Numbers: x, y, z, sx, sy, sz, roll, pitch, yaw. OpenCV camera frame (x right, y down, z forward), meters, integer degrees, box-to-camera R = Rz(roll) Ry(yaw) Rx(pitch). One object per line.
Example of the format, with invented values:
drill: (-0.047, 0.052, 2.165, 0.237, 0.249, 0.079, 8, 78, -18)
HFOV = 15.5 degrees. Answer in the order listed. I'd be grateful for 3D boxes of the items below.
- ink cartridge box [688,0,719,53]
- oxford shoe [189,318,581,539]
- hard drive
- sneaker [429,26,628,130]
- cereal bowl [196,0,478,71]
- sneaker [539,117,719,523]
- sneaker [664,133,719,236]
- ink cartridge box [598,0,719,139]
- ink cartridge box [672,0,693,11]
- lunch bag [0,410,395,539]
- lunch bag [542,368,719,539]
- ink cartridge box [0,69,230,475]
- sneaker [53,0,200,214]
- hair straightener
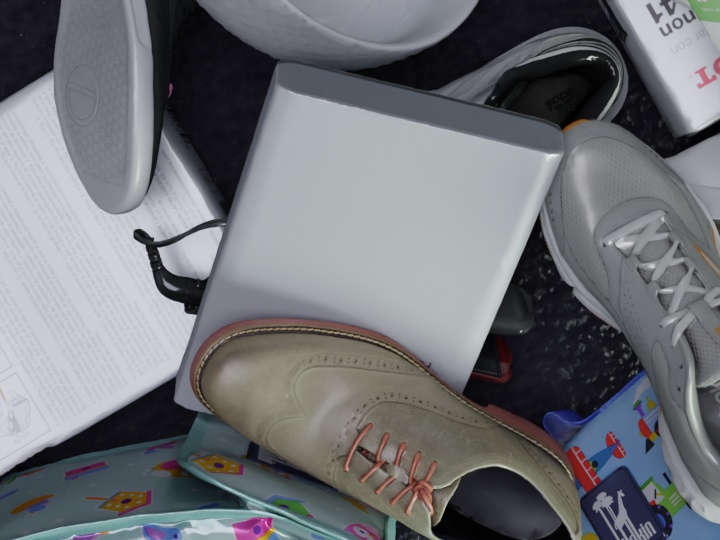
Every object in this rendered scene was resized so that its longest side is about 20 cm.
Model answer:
ink cartridge box: (0.215, -0.111, 1.139, 0.067, 0.200, 0.117, 4, 56, 39)
oxford shoe: (0.018, 0.079, 1.212, 0.200, 0.075, 0.070, 20, 107, -16)
hard drive: (0.000, 0.000, 1.221, 0.132, 0.026, 0.200, 13, 130, -9)
sneaker: (0.036, -0.058, 1.263, 0.200, 0.115, 0.076, -31, 90, 5)
cereal bowl: (-0.032, -0.183, 1.244, 0.083, 0.200, 0.200, -23, 91, 44)
sneaker: (0.147, 0.018, 1.173, 0.076, 0.092, 0.200, -29, 87, -8)
sneaker: (0.187, -0.040, 1.264, 0.200, 0.073, 0.085, -3, 50, 35)
ink cartridge box: (0.168, -0.184, 1.264, 0.148, 0.086, 0.200, -30, 88, 4)
ink cartridge box: (0.137, -0.233, 1.145, 0.145, 0.085, 0.200, 29, 93, -40)
lunch bag: (-0.078, 0.136, 1.252, 0.200, 0.170, 0.122, -15, 98, 4)
lunch bag: (0.159, 0.141, 1.269, 0.151, 0.094, 0.200, -47, 72, 24)
ink cartridge box: (-0.163, 0.001, 1.316, 0.200, 0.057, 0.163, -31, 90, 9)
sneaker: (-0.092, -0.124, 1.268, 0.071, 0.099, 0.200, -15, 76, 47)
hair straightener: (-0.010, 0.000, 1.266, 0.200, 0.041, 0.077, 14, 130, -11)
